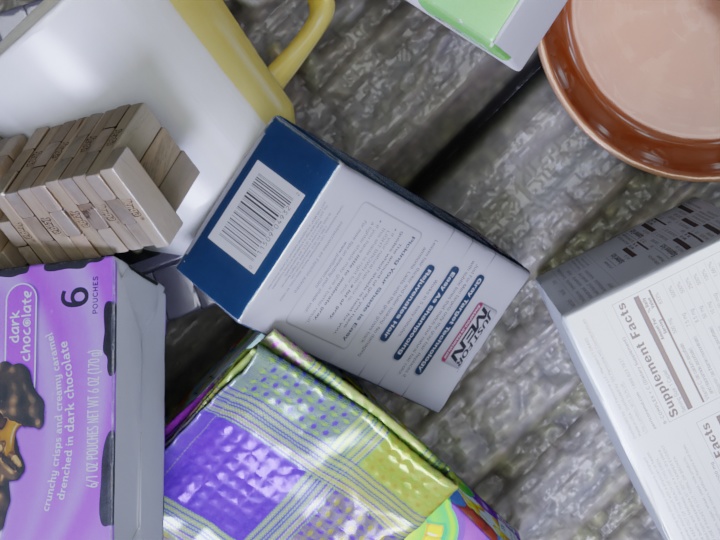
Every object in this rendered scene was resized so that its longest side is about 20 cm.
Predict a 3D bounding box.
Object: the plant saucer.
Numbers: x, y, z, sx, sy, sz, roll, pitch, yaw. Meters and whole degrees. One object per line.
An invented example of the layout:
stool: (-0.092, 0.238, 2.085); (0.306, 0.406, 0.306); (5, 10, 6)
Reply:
plant saucer: (0.197, -0.152, 1.321); (0.199, 0.032, 0.202); (0, 96, 1)

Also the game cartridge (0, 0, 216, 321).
game cartridge: (-0.124, -0.071, 1.334); (0.129, 0.038, 0.201); (-19, 95, -2)

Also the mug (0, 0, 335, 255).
mug: (-0.101, -0.103, 1.248); (0.186, 0.149, 0.153); (-41, 102, 11)

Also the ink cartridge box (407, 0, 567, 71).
ink cartridge box: (0.019, -0.200, 1.245); (0.200, 0.145, 0.084); (35, 96, 8)

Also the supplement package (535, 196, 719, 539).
supplement package: (0.181, 0.059, 1.256); (0.110, 0.200, 0.156); (-26, 95, 3)

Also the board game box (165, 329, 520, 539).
board game box: (-0.012, 0.128, 1.314); (0.200, 0.105, 0.103); (44, 95, -4)

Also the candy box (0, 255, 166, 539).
candy box: (-0.204, 0.091, 1.186); (0.199, 0.072, 0.169); (-6, 73, 16)

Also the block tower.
block tower: (-0.172, -0.036, 1.199); (0.199, 0.058, 0.054); (-8, 130, 40)

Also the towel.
towel: (-0.059, 0.138, 1.232); (0.143, 0.023, 0.200); (38, 113, -16)

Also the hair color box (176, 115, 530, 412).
hair color box: (0.000, 0.000, 1.260); (0.060, 0.200, 0.100); (38, 96, 38)
